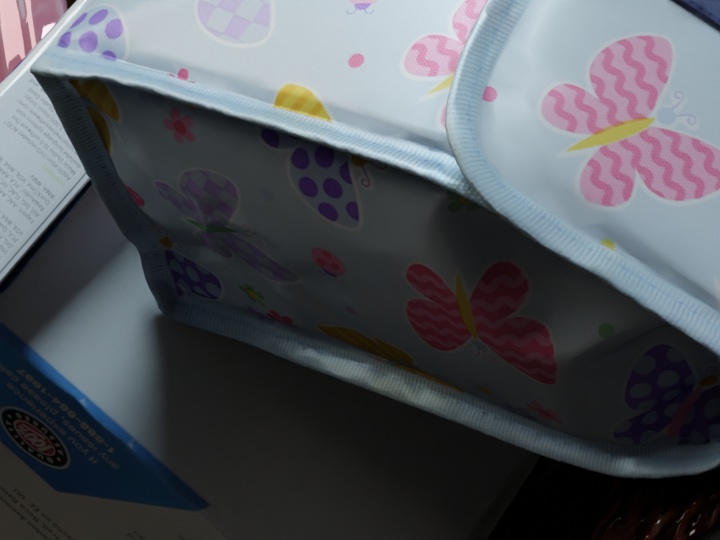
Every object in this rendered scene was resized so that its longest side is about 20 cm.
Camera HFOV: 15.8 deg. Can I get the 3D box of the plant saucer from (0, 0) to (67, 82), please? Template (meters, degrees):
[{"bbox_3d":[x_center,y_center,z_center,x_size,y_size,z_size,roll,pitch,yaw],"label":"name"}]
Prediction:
[{"bbox_3d":[-0.147,-0.052,1.142,0.051,0.201,0.201,-8,4,-8],"label":"plant saucer"}]

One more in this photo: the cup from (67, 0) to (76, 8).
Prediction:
[{"bbox_3d":[-0.037,-0.081,1.223,0.143,0.201,0.200,-19,-11,-36],"label":"cup"}]

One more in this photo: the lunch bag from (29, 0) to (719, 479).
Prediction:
[{"bbox_3d":[0.054,-0.055,0.620,0.170,0.200,0.127,-54,-34,-25],"label":"lunch bag"}]

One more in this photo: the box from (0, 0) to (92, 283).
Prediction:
[{"bbox_3d":[-0.110,-0.012,0.707,0.200,0.036,0.144,-51,9,-26],"label":"box"}]

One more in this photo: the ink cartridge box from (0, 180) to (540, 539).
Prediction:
[{"bbox_3d":[-0.054,0.045,0.779,0.145,0.147,0.200,-54,11,-33],"label":"ink cartridge box"}]
